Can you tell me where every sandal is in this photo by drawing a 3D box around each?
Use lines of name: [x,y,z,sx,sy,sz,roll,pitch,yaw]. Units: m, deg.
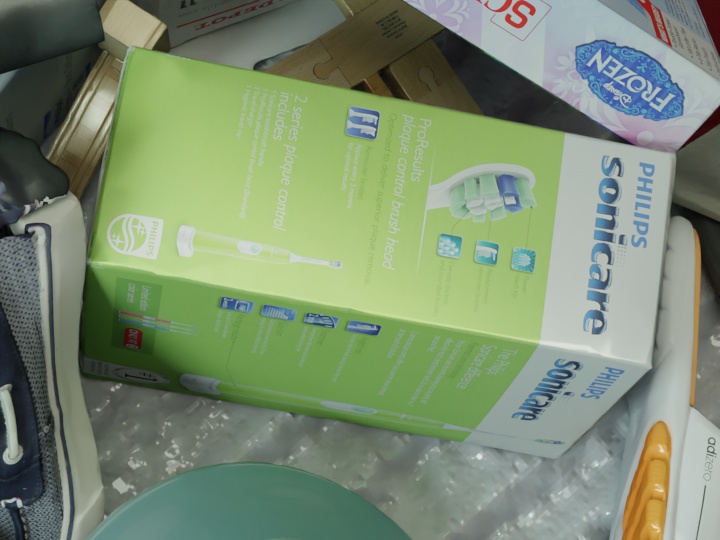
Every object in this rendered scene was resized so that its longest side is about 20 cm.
sandal: [0.133,0.077,0.801,0.059,0.079,0.208,9,70,-2]

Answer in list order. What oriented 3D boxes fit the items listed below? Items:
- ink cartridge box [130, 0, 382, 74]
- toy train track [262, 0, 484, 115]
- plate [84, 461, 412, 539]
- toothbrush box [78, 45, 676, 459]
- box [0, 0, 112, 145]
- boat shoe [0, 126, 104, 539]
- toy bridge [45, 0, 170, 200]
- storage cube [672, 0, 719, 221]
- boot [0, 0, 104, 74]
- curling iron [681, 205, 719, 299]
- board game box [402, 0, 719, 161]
ink cartridge box: [-0.055,-0.169,0.856,0.117,0.067,0.201,-22,77,-15]
toy train track: [-0.017,-0.125,0.799,0.114,0.033,0.200,-34,91,-23]
plate: [-0.028,0.167,0.737,0.199,0.026,0.201,10,71,-32]
toothbrush box: [0.000,0.000,0.771,0.199,0.146,0.087,11,71,-4]
box: [-0.219,-0.089,0.788,0.184,0.105,0.200,37,71,3]
boat shoe: [-0.145,0.050,0.708,0.093,0.201,0.075,-28,46,-34]
toy bridge: [-0.133,-0.016,0.795,0.027,0.067,0.200,32,79,3]
storage cube: [0.231,-0.106,0.813,0.199,0.171,0.181,21,70,-12]
boot: [-0.179,-0.054,0.701,0.199,0.066,0.165,-22,80,-19]
curling iron: [0.173,0.024,0.853,0.049,0.026,0.201,-19,70,-35]
board game box: [0.034,-0.152,0.769,0.199,0.041,0.200,30,29,-23]
